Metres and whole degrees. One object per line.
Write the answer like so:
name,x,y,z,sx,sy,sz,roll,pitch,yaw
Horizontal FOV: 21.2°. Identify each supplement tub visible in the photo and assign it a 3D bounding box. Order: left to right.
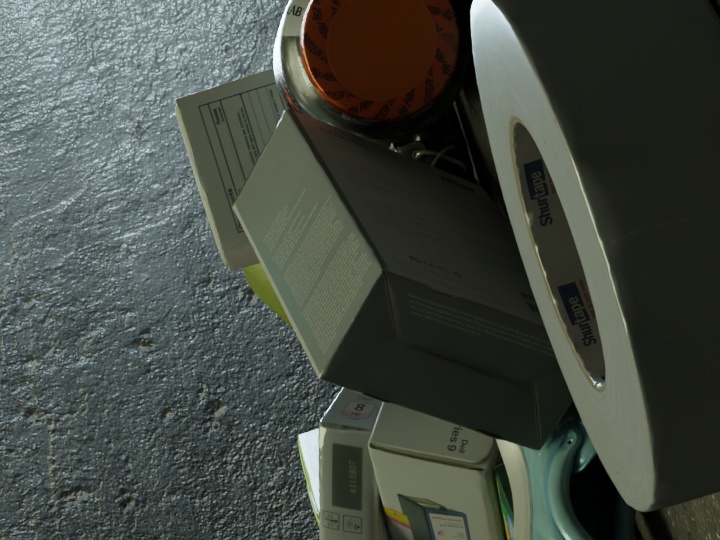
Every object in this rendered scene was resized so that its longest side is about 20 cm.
supplement tub,0.006,-0.142,1.250,0.200,0.122,0.123,-156,48,-86

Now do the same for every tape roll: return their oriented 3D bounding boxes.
tape roll,0.101,-0.015,0.702,0.200,0.066,0.201,162,90,-88

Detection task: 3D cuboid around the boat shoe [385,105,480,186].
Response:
boat shoe,0.058,-0.071,1.381,0.068,0.072,0.201,1,108,68

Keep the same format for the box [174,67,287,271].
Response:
box,-0.031,-0.093,1.501,0.109,0.199,0.128,97,156,-82

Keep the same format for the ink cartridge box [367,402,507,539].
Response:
ink cartridge box,0.076,0.123,1.329,0.200,0.087,0.146,78,-154,-52

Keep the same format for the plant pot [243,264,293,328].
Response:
plant pot,0.024,0.019,1.685,0.200,0.187,0.187,50,163,40

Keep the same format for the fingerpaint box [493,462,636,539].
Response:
fingerpaint box,0.151,0.235,1.239,0.200,0.073,0.167,75,177,-51

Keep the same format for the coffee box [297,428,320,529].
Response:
coffee box,0.062,0.265,1.982,0.200,0.197,0.200,-114,6,-68

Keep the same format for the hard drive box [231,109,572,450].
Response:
hard drive box,0.029,0.002,1.130,0.077,0.155,0.200,-59,30,19

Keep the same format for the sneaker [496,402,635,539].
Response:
sneaker,0.130,0.106,1.124,0.082,0.074,0.201,-45,42,42

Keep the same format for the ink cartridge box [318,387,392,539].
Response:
ink cartridge box,0.022,0.135,1.384,0.200,0.057,0.163,-59,-28,-60
